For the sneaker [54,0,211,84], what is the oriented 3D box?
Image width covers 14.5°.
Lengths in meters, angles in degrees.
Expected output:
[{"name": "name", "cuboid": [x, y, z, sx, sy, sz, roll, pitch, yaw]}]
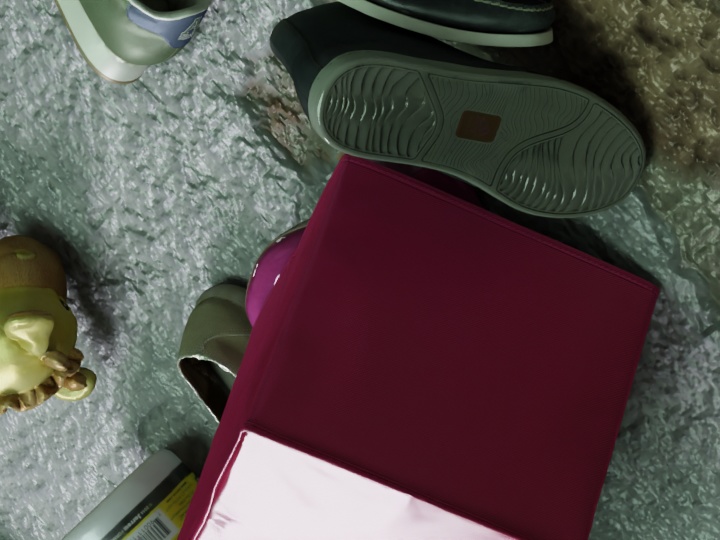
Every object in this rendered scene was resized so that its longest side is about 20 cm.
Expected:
[{"name": "sneaker", "cuboid": [-0.158, -0.208, 1.628, 0.090, 0.067, 0.200, -23, 106, 42]}]

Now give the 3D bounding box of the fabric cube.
[{"name": "fabric cube", "cuboid": [0.025, 0.097, 1.565, 0.196, 0.200, 0.200, 22, 142, -5]}]

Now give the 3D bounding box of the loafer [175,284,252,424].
[{"name": "loafer", "cuboid": [-0.052, 0.104, 1.791, 0.200, 0.068, 0.076, 52, 141, -7]}]

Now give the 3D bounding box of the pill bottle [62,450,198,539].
[{"name": "pill bottle", "cuboid": [-0.104, 0.227, 1.900, 0.200, 0.112, 0.112, 47, 142, 0]}]

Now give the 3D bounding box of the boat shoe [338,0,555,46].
[{"name": "boat shoe", "cuboid": [0.015, -0.171, 1.493, 0.200, 0.072, 0.068, 25, 113, 17]}]

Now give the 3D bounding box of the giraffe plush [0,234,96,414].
[{"name": "giraffe plush", "cuboid": [-0.261, 0.031, 1.867, 0.162, 0.173, 0.200, 1, 96, 15]}]

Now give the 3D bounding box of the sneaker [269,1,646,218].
[{"name": "sneaker", "cuboid": [0.053, -0.094, 1.498, 0.075, 0.200, 0.106, -65, 28, 19]}]

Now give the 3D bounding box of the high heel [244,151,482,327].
[{"name": "high heel", "cuboid": [0.000, 0.000, 1.649, 0.096, 0.067, 0.200, 50, 140, 14]}]
